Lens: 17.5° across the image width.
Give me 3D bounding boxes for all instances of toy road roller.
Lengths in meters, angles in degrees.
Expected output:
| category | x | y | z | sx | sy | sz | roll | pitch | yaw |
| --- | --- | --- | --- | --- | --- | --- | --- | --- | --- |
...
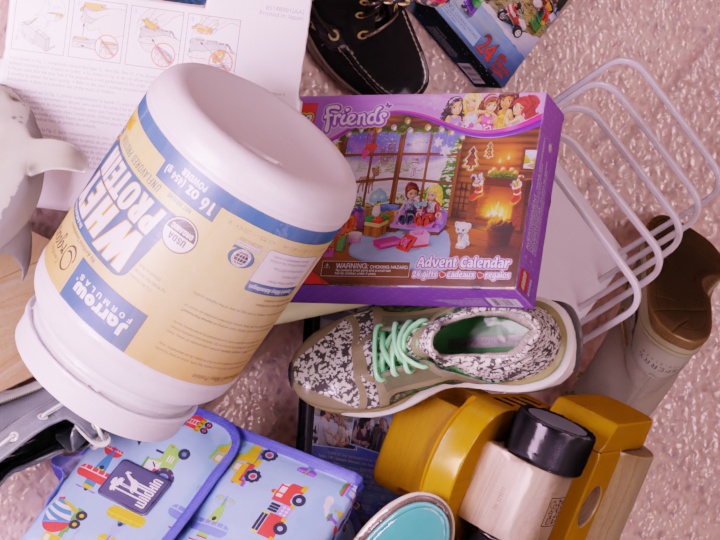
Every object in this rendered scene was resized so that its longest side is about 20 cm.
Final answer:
| category | x | y | z | sx | sy | sz | roll | pitch | yaw |
| --- | --- | --- | --- | --- | --- | --- | --- | --- | --- |
| toy road roller | 0.103 | 0.136 | 1.630 | 0.200 | 0.145 | 0.124 | 5 | 110 | -61 |

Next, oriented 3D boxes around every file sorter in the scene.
| category | x | y | z | sx | sy | sz | roll | pitch | yaw |
| --- | --- | --- | --- | --- | --- | --- | --- | --- | --- |
| file sorter | 0.153 | -0.043 | 1.655 | 0.139 | 0.124 | 0.200 | 52 | 37 | -6 |

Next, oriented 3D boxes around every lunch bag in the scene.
| category | x | y | z | sx | sy | sz | roll | pitch | yaw |
| --- | --- | --- | --- | --- | --- | --- | --- | --- | --- |
| lunch bag | -0.119 | 0.172 | 1.553 | 0.151 | 0.199 | 0.094 | -56 | 162 | -28 |

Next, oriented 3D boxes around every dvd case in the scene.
| category | x | y | z | sx | sy | sz | roll | pitch | yaw |
| --- | --- | --- | --- | --- | --- | --- | --- | --- | --- |
| dvd case | 0.020 | 0.087 | 1.672 | 0.142 | 0.018 | 0.201 | 13 | 70 | -28 |

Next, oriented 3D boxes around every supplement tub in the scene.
| category | x | y | z | sx | sy | sz | roll | pitch | yaw |
| --- | --- | --- | --- | --- | --- | --- | --- | --- | --- |
| supplement tub | -0.110 | -0.010 | 1.430 | 0.144 | 0.145 | 0.200 | 22 | 113 | -33 |

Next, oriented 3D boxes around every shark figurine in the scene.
| category | x | y | z | sx | sy | sz | roll | pitch | yaw |
| --- | --- | --- | --- | --- | --- | --- | --- | --- | --- |
| shark figurine | -0.238 | -0.015 | 1.423 | 0.215 | 0.128 | 0.090 | -53 | 146 | -30 |

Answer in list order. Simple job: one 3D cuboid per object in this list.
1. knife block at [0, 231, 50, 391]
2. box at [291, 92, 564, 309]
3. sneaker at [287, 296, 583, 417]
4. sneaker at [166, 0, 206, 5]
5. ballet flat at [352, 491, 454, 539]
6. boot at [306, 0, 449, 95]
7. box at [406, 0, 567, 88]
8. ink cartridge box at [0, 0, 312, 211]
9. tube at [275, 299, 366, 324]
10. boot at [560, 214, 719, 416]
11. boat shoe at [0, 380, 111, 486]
| category | x | y | z | sx | sy | sz | roll | pitch | yaw |
| --- | --- | --- | --- | --- | --- | --- | --- | --- | --- |
| knife block | -0.249 | 0.054 | 1.506 | 0.199 | 0.064 | 0.177 | 27 | 81 | -33 |
| box | 0.028 | -0.047 | 1.536 | 0.039 | 0.199 | 0.138 | 42 | 54 | -57 |
| sneaker | 0.042 | 0.047 | 1.532 | 0.089 | 0.199 | 0.077 | 37 | 45 | -69 |
| sneaker | -0.097 | -0.112 | 1.589 | 0.081 | 0.076 | 0.202 | 0 | 95 | -52 |
| ballet flat | -0.001 | 0.232 | 1.562 | 0.069 | 0.069 | 0.201 | 27 | 94 | -32 |
| boot | 0.014 | -0.192 | 1.598 | 0.073 | 0.150 | 0.201 | -40 | 115 | -23 |
| box | 0.074 | -0.250 | 1.698 | 0.200 | 0.038 | 0.137 | 46 | 71 | -28 |
| ink cartridge box | -0.135 | -0.120 | 1.515 | 0.198 | 0.045 | 0.178 | 8 | 93 | -2 |
| tube | 0.000 | 0.000 | 1.581 | 0.058 | 0.199 | 0.052 | 9 | 70 | -68 |
| boot | 0.213 | 0.055 | 1.795 | 0.072 | 0.200 | 0.155 | 27 | 119 | -3 |
| boat shoe | -0.190 | 0.102 | 1.529 | 0.199 | 0.062 | 0.073 | -19 | 146 | -19 |
